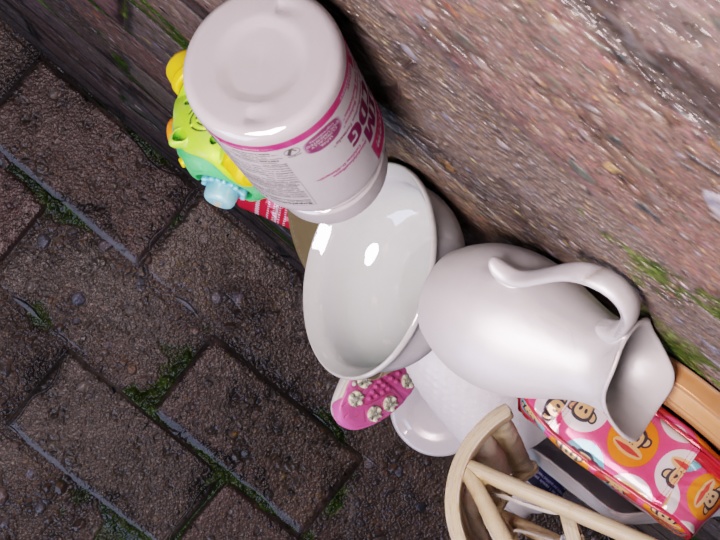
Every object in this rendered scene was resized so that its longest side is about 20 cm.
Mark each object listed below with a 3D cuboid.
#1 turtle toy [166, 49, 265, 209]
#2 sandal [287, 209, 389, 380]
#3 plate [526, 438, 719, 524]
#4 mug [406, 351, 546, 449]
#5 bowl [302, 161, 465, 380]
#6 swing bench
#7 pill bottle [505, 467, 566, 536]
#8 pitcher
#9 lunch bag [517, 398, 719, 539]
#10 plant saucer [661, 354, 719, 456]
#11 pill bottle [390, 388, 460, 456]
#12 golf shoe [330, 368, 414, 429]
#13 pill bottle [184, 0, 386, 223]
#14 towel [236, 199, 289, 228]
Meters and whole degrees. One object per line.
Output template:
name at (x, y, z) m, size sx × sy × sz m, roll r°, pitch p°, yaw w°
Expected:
turtle toy at (-0.087, -0.116, 1.190) m, size 0.199 × 0.101 × 0.146 m, roll -9°, pitch -126°, yaw -40°
sandal at (-0.003, 0.001, 1.363) m, size 0.077 × 0.069 × 0.213 m, roll -22°, pitch 92°, yaw 54°
plate at (0.273, 0.207, 1.363) m, size 0.199 × 0.033 × 0.199 m, roll 2°, pitch -162°, yaw -30°
mug at (0.136, 0.076, 1.340) m, size 0.199 × 0.148 × 0.176 m, roll -9°, pitch 133°, yaw 41°
bowl at (0.037, 0.008, 1.244) m, size 0.090 × 0.202 × 0.201 m, roll 13°, pitch -170°, yaw -33°
swing bench at (0.167, 0.251, 1.210) m, size 0.200 × 0.130 × 0.199 m, roll 41°, pitch 173°, yaw 27°
pill bottle at (0.194, 0.198, 1.505) m, size 0.116 × 0.200 × 0.116 m, roll 39°, pitch 174°, yaw 5°
pitcher at (0.143, 0.035, 1.083) m, size 0.199 × 0.121 × 0.172 m, roll 23°, pitch 146°, yaw 34°
lunch bag at (0.234, 0.158, 1.208) m, size 0.200 × 0.082 × 0.176 m, roll 38°, pitch 175°, yaw 16°
plant saucer at (0.282, 0.122, 1.188) m, size 0.200 × 0.032 × 0.200 m, roll 40°, pitch 175°, yaw 5°
pill bottle at (0.112, 0.140, 1.692) m, size 0.113 × 0.113 × 0.200 m, roll 39°, pitch -156°, yaw -1°
golf shoe at (0.023, 0.087, 1.435) m, size 0.091 × 0.200 × 0.075 m, roll 2°, pitch 137°, yaw 51°
pill bottle at (-0.045, -0.112, 0.988) m, size 0.113 × 0.114 × 0.200 m, roll 37°, pitch 175°, yaw 20°
towel at (-0.037, -0.066, 1.379) m, size 0.199 × 0.023 × 0.145 m, roll 26°, pitch 150°, yaw 6°
